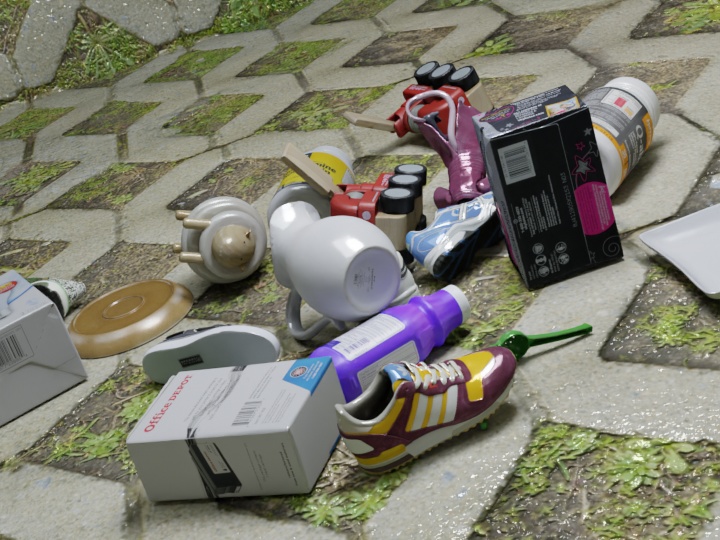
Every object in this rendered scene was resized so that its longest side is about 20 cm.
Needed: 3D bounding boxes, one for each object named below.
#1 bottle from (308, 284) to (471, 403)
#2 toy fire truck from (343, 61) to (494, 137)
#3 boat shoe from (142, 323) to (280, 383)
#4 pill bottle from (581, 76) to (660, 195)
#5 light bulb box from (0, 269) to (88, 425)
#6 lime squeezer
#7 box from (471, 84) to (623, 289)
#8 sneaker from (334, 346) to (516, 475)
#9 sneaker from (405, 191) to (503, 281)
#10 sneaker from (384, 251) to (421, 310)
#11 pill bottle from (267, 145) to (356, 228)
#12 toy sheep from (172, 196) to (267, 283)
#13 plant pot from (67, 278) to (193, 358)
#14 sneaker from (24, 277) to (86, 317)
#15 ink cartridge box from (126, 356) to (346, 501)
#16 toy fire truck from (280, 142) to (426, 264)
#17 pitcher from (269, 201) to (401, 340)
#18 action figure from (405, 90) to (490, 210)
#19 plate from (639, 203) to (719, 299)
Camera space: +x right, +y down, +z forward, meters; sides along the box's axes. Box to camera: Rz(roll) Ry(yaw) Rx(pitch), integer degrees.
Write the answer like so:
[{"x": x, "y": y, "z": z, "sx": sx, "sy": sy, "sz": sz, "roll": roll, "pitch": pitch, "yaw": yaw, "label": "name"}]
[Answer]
[{"x": 0.038, "y": 0.082, "z": 1.520, "sx": 0.199, "sy": 0.066, "sz": 0.083, "roll": -29, "pitch": 22, "yaw": -24, "label": "bottle"}, {"x": 0.093, "y": -0.257, "z": 2.164, "sx": 0.200, "sy": 0.129, "sz": 0.176, "roll": -40, "pitch": 27, "yaw": -15, "label": "toy fire truck"}, {"x": -0.181, "y": 0.097, "z": 1.660, "sx": 0.198, "sy": 0.070, "sz": 0.066, "roll": -15, "pitch": 23, "yaw": 29, "label": "boat shoe"}, {"x": 0.336, "y": -0.184, "z": 1.816, "sx": 0.115, "sy": 0.117, "sz": 0.200, "roll": -1, "pitch": 30, "yaw": 36, "label": "pill bottle"}, {"x": -0.506, "y": 0.114, "z": 1.785, "sx": 0.197, "sy": 0.126, "sz": 0.199, "roll": -29, "pitch": 26, "yaw": -22, "label": "light bulb box"}, {"x": 0.166, "y": 0.104, "z": 1.430, "sx": 0.070, "sy": 0.038, "sz": 0.199, "roll": 36, "pitch": 50, "yaw": 23, "label": "lime squeezer"}, {"x": 0.226, "y": -0.103, "z": 1.615, "sx": 0.131, "sy": 0.202, "sz": 0.115, "roll": -18, "pitch": 21, "yaw": 0, "label": "box"}, {"x": 0.069, "y": 0.124, "z": 1.345, "sx": 0.199, "sy": 0.091, "sz": 0.075, "roll": -33, "pitch": 31, "yaw": -10, "label": "sneaker"}, {"x": 0.142, "y": -0.066, "z": 1.733, "sx": 0.077, "sy": 0.076, "sz": 0.199, "roll": 32, "pitch": 48, "yaw": 30, "label": "sneaker"}, {"x": 0.000, "y": 0.000, "z": 1.703, "sx": 0.075, "sy": 0.088, "sz": 0.199, "roll": -36, "pitch": 27, "yaw": -32, "label": "sneaker"}, {"x": -0.066, "y": -0.112, "z": 1.968, "sx": 0.111, "sy": 0.113, "sz": 0.200, "roll": -12, "pitch": 24, "yaw": 15, "label": "pill bottle"}, {"x": -0.200, "y": -0.045, "z": 1.903, "sx": 0.137, "sy": 0.139, "sz": 0.200, "roll": -22, "pitch": 18, "yaw": -8, "label": "toy sheep"}, {"x": -0.338, "y": 0.062, "z": 1.898, "sx": 0.198, "sy": 0.028, "sz": 0.200, "roll": -16, "pitch": 24, "yaw": 7, "label": "plant pot"}, {"x": -0.500, "y": 0.039, "z": 2.036, "sx": 0.198, "sy": 0.078, "sz": 0.088, "roll": 7, "pitch": 20, "yaw": 36, "label": "sneaker"}, {"x": -0.130, "y": 0.171, "z": 1.425, "sx": 0.198, "sy": 0.085, "sz": 0.145, "roll": -7, "pitch": 25, "yaw": 23, "label": "ink cartridge box"}, {"x": -0.015, "y": -0.098, "z": 1.801, "sx": 0.198, "sy": 0.130, "sz": 0.176, "roll": 3, "pitch": 22, "yaw": 11, "label": "toy fire truck"}, {"x": -0.037, "y": 0.015, "z": 1.603, "sx": 0.120, "sy": 0.174, "sz": 0.199, "roll": -6, "pitch": 14, "yaw": -30, "label": "pitcher"}, {"x": 0.153, "y": -0.144, "z": 1.829, "sx": 0.133, "sy": 0.149, "sz": 0.202, "roll": -19, "pitch": 54, "yaw": 20, "label": "action figure"}, {"x": 0.446, "y": -0.031, "z": 1.504, "sx": 0.198, "sy": 0.033, "sz": 0.200, "roll": -21, "pitch": 22, "yaw": -5, "label": "plate"}]
